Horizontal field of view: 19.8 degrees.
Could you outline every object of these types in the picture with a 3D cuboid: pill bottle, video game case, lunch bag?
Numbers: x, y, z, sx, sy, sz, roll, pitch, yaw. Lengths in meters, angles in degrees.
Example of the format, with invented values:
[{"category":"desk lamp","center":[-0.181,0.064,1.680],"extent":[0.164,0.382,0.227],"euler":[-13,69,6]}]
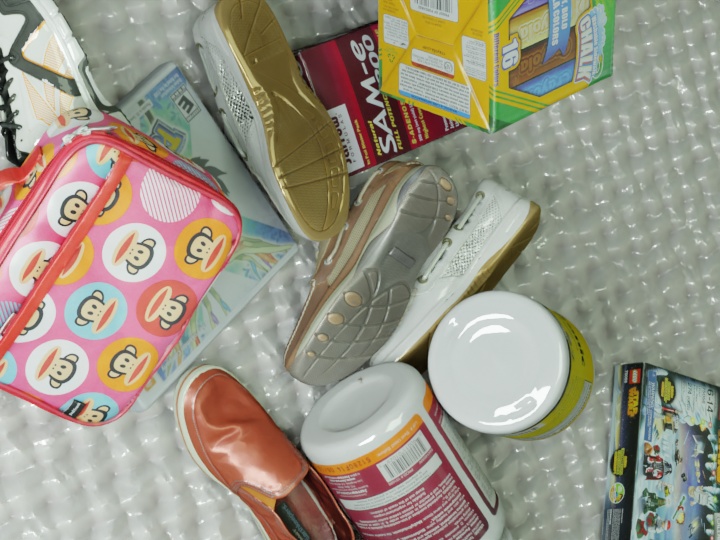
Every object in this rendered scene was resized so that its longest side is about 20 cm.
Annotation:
[{"category":"pill bottle","center":[0.046,0.179,1.616],"extent":[0.110,0.109,0.200],"euler":[-49,118,-34]},{"category":"pill bottle","center":[0.128,0.080,1.659],"extent":[0.200,0.111,0.112],"euler":[26,62,-74]},{"category":"video game case","center":[-0.154,-0.027,1.541],"extent":[0.200,0.022,0.183],"euler":[-48,113,-35]},{"category":"lunch bag","center":[-0.196,-0.008,1.411],"extent":[0.176,0.082,0.200],"euler":[29,101,-30]}]

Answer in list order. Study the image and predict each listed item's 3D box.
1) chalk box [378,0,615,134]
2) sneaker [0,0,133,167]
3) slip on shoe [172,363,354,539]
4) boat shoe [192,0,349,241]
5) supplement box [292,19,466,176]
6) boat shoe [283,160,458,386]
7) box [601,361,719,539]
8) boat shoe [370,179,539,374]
[{"category":"chalk box","center":[0.123,-0.208,1.635],"extent":[0.200,0.125,0.125],"euler":[-25,126,-39]},{"category":"sneaker","center":[-0.227,-0.124,1.452],"extent":[0.080,0.074,0.200],"euler":[-33,90,-23]},{"category":"slip on shoe","center":[-0.069,0.151,1.560],"extent":[0.074,0.061,0.200],"euler":[-45,110,-33]},{"category":"boat shoe","center":[-0.071,-0.114,1.593],"extent":[0.071,0.069,0.201],"euler":[-23,93,-39]},{"category":"supplement box","center":[0.020,-0.149,1.683],"extent":[0.200,0.061,0.109],"euler":[-26,100,-39]},{"category":"boat shoe","center":[0.000,0.000,1.631],"extent":[0.200,0.072,0.076],"euler":[-55,134,-6]},{"category":"box","center":[0.281,0.195,1.861],"extent":[0.136,0.040,0.201],"euler":[17,72,-38]},{"category":"boat shoe","center":[0.064,0.009,1.687],"extent":[0.069,0.071,0.200],"euler":[35,70,16]}]
